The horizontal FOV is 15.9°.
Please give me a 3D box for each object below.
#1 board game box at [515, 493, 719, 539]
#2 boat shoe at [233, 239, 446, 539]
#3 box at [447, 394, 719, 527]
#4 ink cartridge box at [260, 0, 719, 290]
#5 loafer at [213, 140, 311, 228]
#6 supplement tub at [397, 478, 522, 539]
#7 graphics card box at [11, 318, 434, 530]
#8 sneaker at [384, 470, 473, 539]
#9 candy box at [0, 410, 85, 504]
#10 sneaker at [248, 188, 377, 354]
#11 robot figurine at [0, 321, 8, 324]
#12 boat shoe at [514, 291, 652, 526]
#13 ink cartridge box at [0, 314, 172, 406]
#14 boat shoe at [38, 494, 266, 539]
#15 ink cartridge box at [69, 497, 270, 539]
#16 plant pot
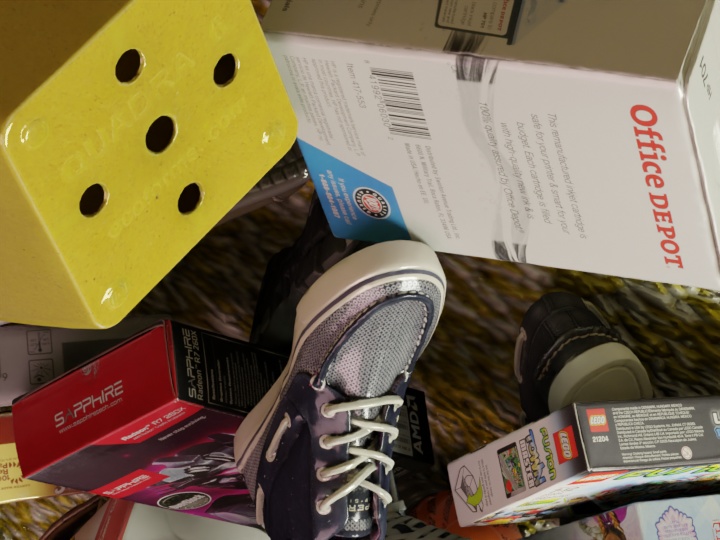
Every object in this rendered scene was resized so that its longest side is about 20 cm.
[{"bbox_3d":[0.156,0.156,1.383,0.199,0.041,0.200,-2,165,-38],"label":"board game box"},{"bbox_3d":[-0.001,0.076,1.251,0.075,0.093,0.200,-3,146,-23],"label":"boat shoe"},{"bbox_3d":[0.156,0.093,1.301,0.200,0.035,0.110,-1,162,-34],"label":"box"},{"bbox_3d":[0.073,-0.076,1.168,0.200,0.086,0.147,7,144,22],"label":"ink cartridge box"},{"bbox_3d":[-0.110,-0.034,1.284,0.200,0.075,0.070,-15,166,-12],"label":"loafer"},{"bbox_3d":[0.000,0.193,1.559,0.200,0.123,0.123,-16,130,44],"label":"supplement tub"},{"bbox_3d":[-0.071,0.088,1.390,0.125,0.051,0.200,-28,150,35],"label":"graphics card box"},{"bbox_3d":[0.024,0.144,1.326,0.070,0.109,0.200,-9,171,-34],"label":"sneaker"},{"bbox_3d":[-0.224,0.114,1.554,0.116,0.057,0.200,-5,175,-26],"label":"candy box"},{"bbox_3d":[0.000,0.000,1.349,0.079,0.076,0.200,17,156,-9],"label":"sneaker"},{"bbox_3d":[-0.214,-0.057,1.335,0.150,0.125,0.200,29,153,33],"label":"robot figurine"},{"bbox_3d":[0.121,0.082,1.384,0.060,0.074,0.200,58,175,32],"label":"boat shoe"},{"bbox_3d":[-0.194,0.055,1.472,0.162,0.057,0.200,-5,-178,-10],"label":"ink cartridge box"},{"bbox_3d":[-0.125,0.156,1.555,0.074,0.076,0.200,3,153,-45],"label":"boat shoe"},{"bbox_3d":[-0.135,0.211,1.522,0.116,0.068,0.200,32,133,-15],"label":"ink cartridge box"},{"bbox_3d":[-0.146,-0.090,1.134,0.176,0.200,0.200,29,154,34],"label":"plant pot"}]
